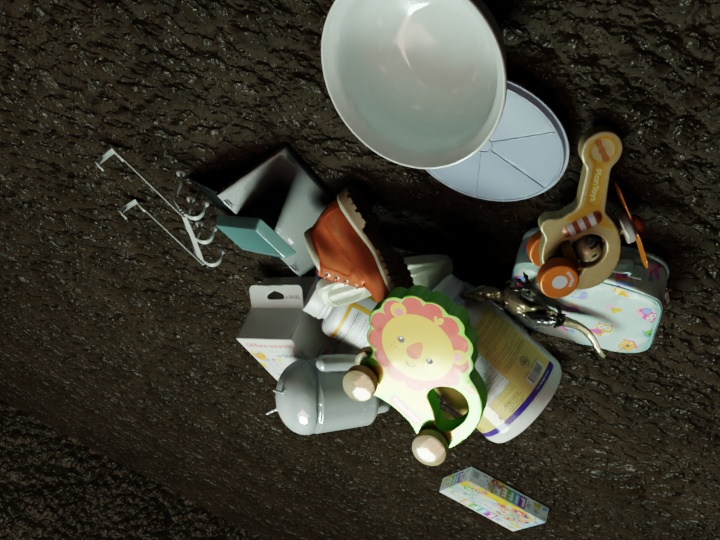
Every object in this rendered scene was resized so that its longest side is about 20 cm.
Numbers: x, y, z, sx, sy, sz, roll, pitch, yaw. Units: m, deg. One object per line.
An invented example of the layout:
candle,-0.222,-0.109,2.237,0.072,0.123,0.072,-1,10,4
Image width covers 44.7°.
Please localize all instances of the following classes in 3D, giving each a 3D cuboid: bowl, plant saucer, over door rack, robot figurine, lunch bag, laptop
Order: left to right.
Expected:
over door rack,-0.297,-0.103,1.340,0.198,0.067,0.149,29,155,18
plant saucer,-0.153,-0.048,1.229,0.070,0.019,0.199,43,166,-22
laptop,-0.126,-0.096,1.284,0.198,0.117,0.187,-31,125,20
robot figurine,-0.047,0.190,1.356,0.196,0.114,0.172,-5,131,-21
bowl,0.066,-0.211,0.872,0.198,0.090,0.204,17,128,23
lunch bag,0.293,0.023,1.117,0.197,0.078,0.162,14,147,16

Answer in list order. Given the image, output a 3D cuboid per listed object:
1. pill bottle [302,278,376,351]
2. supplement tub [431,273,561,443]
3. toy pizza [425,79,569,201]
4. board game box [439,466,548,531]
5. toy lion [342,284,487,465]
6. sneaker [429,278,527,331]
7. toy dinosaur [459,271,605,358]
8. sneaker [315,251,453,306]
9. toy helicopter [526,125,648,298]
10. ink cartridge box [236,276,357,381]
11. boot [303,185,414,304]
pill bottle,0.015,0.072,1.347,0.198,0.110,0.109,28,149,-8
supplement tub,0.158,0.118,1.190,0.199,0.146,0.145,42,148,-1
toy pizza,0.141,-0.154,0.994,0.197,0.032,0.201,18,149,11
board game box,0.285,0.492,1.877,0.198,0.035,0.134,29,149,-9
toy lion,0.083,0.123,1.106,0.200,0.069,0.192,43,124,-2
sneaker,0.161,0.085,1.287,0.198,0.091,0.078,33,148,-12
toy dinosaur,0.220,0.049,1.086,0.197,0.048,0.088,26,167,14
sneaker,0.031,-0.011,1.246,0.196,0.085,0.076,-7,139,-5
toy helicopter,0.266,-0.066,0.982,0.129,0.079,0.203,0,123,-2
ink cartridge box,-0.101,0.105,1.460,0.127,0.127,0.201,-3,141,37
boot,0.000,0.000,1.169,0.107,0.202,0.075,-37,162,19
